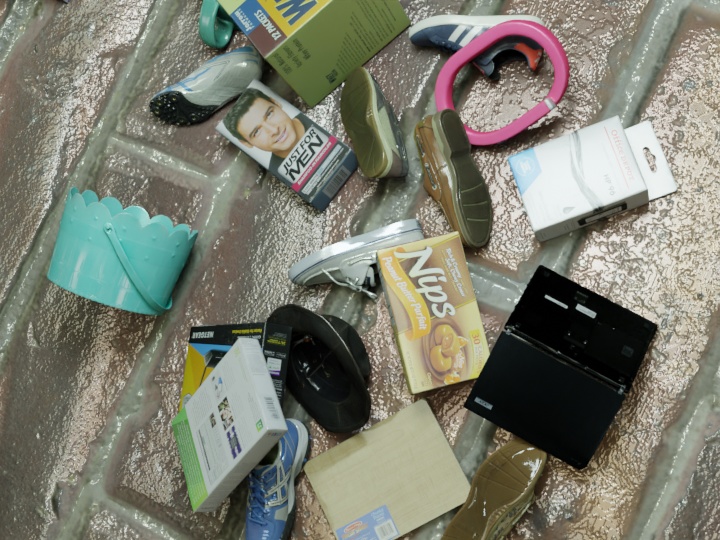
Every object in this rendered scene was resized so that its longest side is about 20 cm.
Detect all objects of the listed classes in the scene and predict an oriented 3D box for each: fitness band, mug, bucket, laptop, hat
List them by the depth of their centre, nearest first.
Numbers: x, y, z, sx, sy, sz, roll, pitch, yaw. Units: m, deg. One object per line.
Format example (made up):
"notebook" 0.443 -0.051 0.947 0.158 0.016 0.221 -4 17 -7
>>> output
"laptop" 0.264 0.124 1.408 0.177 0.103 0.200 28 52 10
"hat" -0.040 0.122 1.486 0.201 0.201 0.081 40 47 20
"fitness band" 0.193 -0.258 1.488 0.200 0.037 0.144 -32 92 34
"bucket" -0.348 -0.026 1.559 0.207 0.207 0.135 21 94 20
"mug" -0.184 -0.447 1.646 0.152 0.114 0.185 -8 75 15

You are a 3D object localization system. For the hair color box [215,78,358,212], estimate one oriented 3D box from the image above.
"hair color box" -0.108 -0.187 1.594 0.200 0.061 0.099 38 91 21

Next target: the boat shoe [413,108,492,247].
"boat shoe" 0.129 -0.124 1.512 0.068 0.072 0.200 -19 80 44

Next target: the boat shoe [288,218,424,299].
"boat shoe" 0.001 0.001 1.519 0.202 0.075 0.086 -19 76 2

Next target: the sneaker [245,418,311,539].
"sneaker" -0.131 0.298 1.474 0.076 0.077 0.200 0 73 36

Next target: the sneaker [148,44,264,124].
"sneaker" -0.236 -0.286 1.659 0.200 0.072 0.073 -21 38 18

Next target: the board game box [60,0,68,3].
"board game box" -0.541 -0.572 1.790 0.159 0.097 0.200 17 83 19

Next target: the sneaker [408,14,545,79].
"sneaker" 0.163 -0.317 1.538 0.200 0.075 0.085 3 88 22

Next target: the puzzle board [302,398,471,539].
"puzzle board" 0.037 0.287 1.468 0.200 0.017 0.151 -30 72 9

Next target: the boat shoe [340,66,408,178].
"boat shoe" 0.023 -0.210 1.559 0.072 0.066 0.201 -43 46 35

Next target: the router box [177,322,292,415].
"router box" -0.177 0.150 1.491 0.200 0.051 0.149 -7 73 51

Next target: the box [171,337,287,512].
"box" -0.176 0.204 1.405 0.200 0.036 0.144 -48 48 32

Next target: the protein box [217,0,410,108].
"protein box" -0.065 -0.377 1.550 0.200 0.199 0.135 -40 70 5

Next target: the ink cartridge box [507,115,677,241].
"ink cartridge box" 0.314 -0.130 1.451 0.200 0.068 0.116 -21 73 11

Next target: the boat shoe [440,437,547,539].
"boat shoe" 0.177 0.307 1.404 0.073 0.063 0.200 37 86 36

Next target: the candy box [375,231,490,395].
"candy box" 0.099 0.058 1.450 0.115 0.055 0.200 -13 82 -5
